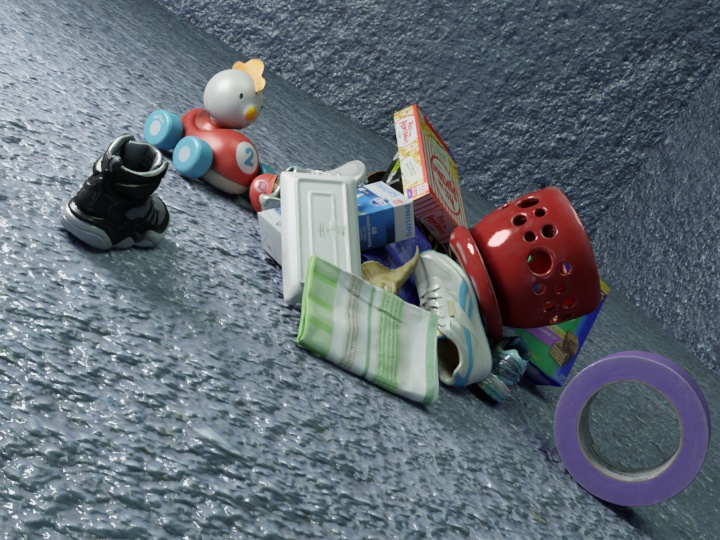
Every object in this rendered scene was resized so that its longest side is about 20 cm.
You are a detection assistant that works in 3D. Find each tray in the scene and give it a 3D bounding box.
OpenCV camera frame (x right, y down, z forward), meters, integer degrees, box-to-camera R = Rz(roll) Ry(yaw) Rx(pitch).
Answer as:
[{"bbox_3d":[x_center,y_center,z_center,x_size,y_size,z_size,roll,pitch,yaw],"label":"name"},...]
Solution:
[{"bbox_3d":[-0.051,-0.049,1.275,0.107,0.022,0.201,3,62,-14],"label":"tray"}]

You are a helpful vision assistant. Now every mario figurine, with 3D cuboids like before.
[{"bbox_3d":[-0.078,-0.101,1.509,0.199,0.106,0.124,21,22,-16],"label":"mario figurine"}]

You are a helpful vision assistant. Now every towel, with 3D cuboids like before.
[{"bbox_3d":[0.016,0.072,1.190,0.200,0.031,0.149,28,40,-23],"label":"towel"},{"bbox_3d":[0.068,0.008,1.424,0.148,0.049,0.200,60,31,-2],"label":"towel"}]

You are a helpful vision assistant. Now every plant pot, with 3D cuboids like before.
[{"bbox_3d":[0.238,-0.005,1.437,0.200,0.182,0.201,162,-90,-90],"label":"plant pot"}]

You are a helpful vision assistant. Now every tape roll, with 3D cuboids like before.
[{"bbox_3d":[0.368,0.211,1.297,0.200,0.200,0.085,38,13,17],"label":"tape roll"}]

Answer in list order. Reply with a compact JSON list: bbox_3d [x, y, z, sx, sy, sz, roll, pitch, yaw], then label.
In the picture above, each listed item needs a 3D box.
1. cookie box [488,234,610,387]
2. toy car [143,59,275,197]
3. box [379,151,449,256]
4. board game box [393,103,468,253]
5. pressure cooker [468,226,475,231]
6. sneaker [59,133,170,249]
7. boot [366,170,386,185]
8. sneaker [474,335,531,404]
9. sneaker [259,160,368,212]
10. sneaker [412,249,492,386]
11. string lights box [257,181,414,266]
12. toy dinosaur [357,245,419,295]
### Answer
[{"bbox_3d":[0.304,0.065,1.597,0.171,0.200,0.075,39,-20,-24],"label":"cookie box"},{"bbox_3d":[-0.204,-0.242,1.526,0.177,0.200,0.184,41,15,35],"label":"toy car"},{"bbox_3d":[0.104,-0.095,1.619,0.194,0.047,0.200,65,21,-18],"label":"box"},{"bbox_3d":[0.116,-0.151,1.573,0.151,0.046,0.200,44,31,-46],"label":"board game box"},{"bbox_3d":[0.238,0.022,1.711,0.176,0.179,0.200,38,7,-14],"label":"pressure cooker"},{"bbox_3d":[-0.247,-0.088,1.068,0.075,0.114,0.200,36,13,7],"label":"sneaker"},{"bbox_3d":[0.011,-0.132,1.639,0.097,0.075,0.200,3,0,22],"label":"boot"},{"bbox_3d":[0.222,0.137,1.444,0.078,0.086,0.200,42,12,-2],"label":"sneaker"},{"bbox_3d":[-0.069,-0.126,1.433,0.075,0.200,0.087,15,-47,46],"label":"sneaker"},{"bbox_3d":[0.119,0.065,1.344,0.081,0.076,0.201,-7,72,-48],"label":"sneaker"},{"bbox_3d":[-0.034,-0.065,1.363,0.199,0.059,0.103,-16,28,-22],"label":"string lights box"},{"bbox_3d":[0.035,0.031,1.293,0.200,0.058,0.101,-25,92,-33],"label":"toy dinosaur"}]
